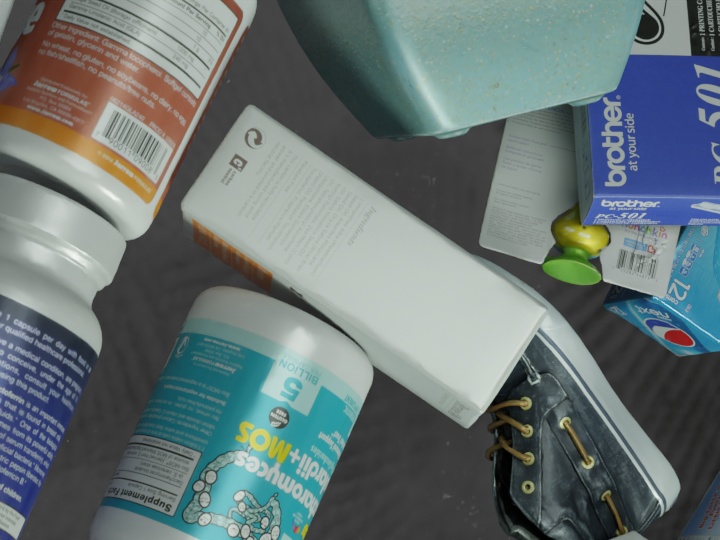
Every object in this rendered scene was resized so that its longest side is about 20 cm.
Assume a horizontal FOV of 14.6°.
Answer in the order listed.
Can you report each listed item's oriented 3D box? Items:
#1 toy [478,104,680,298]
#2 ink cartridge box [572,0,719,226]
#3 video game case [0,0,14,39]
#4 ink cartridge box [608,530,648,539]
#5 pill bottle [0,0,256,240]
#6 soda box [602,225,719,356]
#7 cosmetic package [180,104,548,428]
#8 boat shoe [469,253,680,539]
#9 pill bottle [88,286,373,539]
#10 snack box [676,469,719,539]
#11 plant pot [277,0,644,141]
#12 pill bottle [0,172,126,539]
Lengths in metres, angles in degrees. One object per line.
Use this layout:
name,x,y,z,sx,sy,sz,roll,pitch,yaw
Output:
toy,0.142,-0.083,1.679,0.114,0.047,0.201,15,66,-3
ink cartridge box,0.171,-0.125,1.650,0.093,0.044,0.202,0,68,-7
video game case,-0.299,-0.123,1.519,0.199,0.023,0.184,22,77,-19
ink cartridge box,0.099,0.253,1.593,0.199,0.084,0.147,-16,116,-24
pill bottle,-0.125,-0.127,1.544,0.112,0.112,0.201,31,74,-17
soda box,0.226,-0.050,1.707,0.064,0.068,0.201,32,74,-17
cosmetic package,0.000,0.000,1.558,0.199,0.101,0.071,34,82,3
boat shoe,0.099,0.089,1.639,0.091,0.071,0.201,-45,103,-21
pill bottle,-0.078,0.119,1.542,0.110,0.111,0.201,28,76,-18
snack box,0.232,0.138,1.689,0.024,0.072,0.201,39,72,-13
plant pot,0.053,-0.181,1.580,0.195,0.196,0.202,-14,96,-17
pill bottle,-0.205,0.056,1.491,0.115,0.116,0.201,27,76,-18
